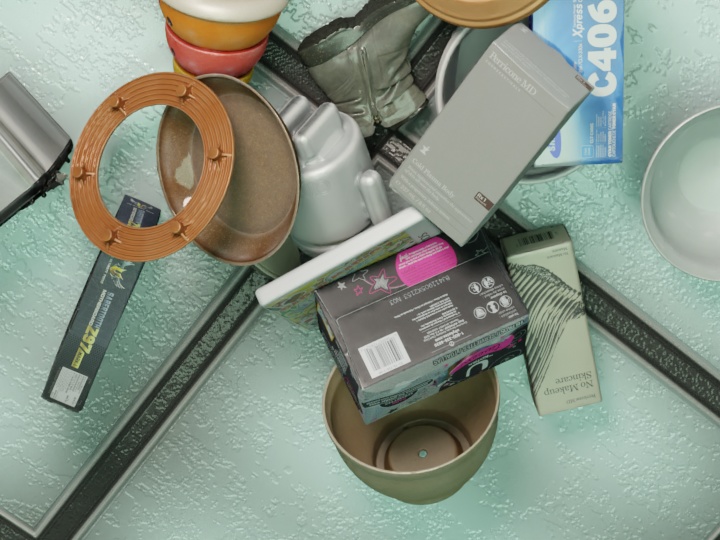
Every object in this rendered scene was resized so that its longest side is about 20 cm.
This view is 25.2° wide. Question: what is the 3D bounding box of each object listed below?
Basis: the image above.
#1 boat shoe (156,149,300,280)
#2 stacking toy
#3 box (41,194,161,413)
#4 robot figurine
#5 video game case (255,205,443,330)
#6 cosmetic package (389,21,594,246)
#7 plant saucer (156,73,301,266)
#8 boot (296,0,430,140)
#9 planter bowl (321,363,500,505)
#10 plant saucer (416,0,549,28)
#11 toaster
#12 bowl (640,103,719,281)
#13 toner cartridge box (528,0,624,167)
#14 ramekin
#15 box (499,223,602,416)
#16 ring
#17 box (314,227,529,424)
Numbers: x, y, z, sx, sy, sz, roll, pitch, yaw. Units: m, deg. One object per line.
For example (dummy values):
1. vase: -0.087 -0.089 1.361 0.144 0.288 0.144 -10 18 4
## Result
1. boat shoe: -0.146 -0.064 1.792 0.200 0.057 0.067 45 69 -19
2. stacking toy: -0.154 -0.226 1.701 0.144 0.147 0.202 7 125 -4
3. box: -0.282 0.034 1.762 0.051 0.158 0.201 23 107 -10
4. robot figurine: -0.038 -0.091 1.731 0.113 0.169 0.201 -47 137 -26
5. video game case: 0.000 0.000 1.755 0.199 0.182 0.023 -28 74 9
6. cosmetic package: 0.131 -0.136 1.614 0.107 0.090 0.201 39 126 6
7. plant saucer: -0.130 -0.107 1.675 0.199 0.037 0.203 14 113 35
8. boot: 0.041 -0.230 1.731 0.199 0.068 0.131 -27 113 16
9. planter bowl: 0.064 0.181 1.818 0.198 0.202 0.135 -10 138 2
10. plant saucer: 0.118 -0.340 1.578 0.198 0.037 0.203 1 94 19
11. toaster: -0.401 -0.105 1.696 0.199 0.181 0.119 -37 105 12
12. bowl: 0.398 -0.096 1.767 0.198 0.091 0.203 0 109 -1
13. toner cartridge box: 0.219 -0.209 1.636 0.094 0.043 0.202 -3 110 2
14. ramekin: 0.175 -0.202 1.716 0.198 0.105 0.202 0 111 -1
15. box: 0.217 0.056 1.829 0.081 0.068 0.202 -14 109 3
16. ring: -0.218 -0.109 1.646 0.198 0.019 0.203 -6 75 24
17. box: 0.067 0.059 1.743 0.198 0.115 0.133 -24 67 -8
